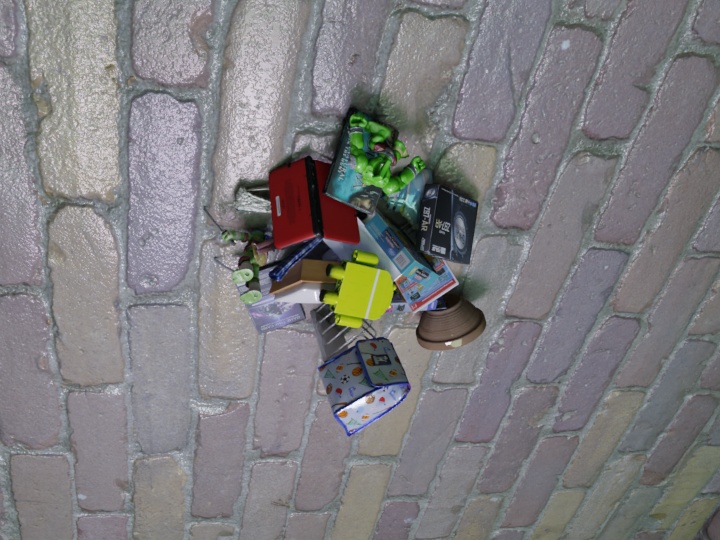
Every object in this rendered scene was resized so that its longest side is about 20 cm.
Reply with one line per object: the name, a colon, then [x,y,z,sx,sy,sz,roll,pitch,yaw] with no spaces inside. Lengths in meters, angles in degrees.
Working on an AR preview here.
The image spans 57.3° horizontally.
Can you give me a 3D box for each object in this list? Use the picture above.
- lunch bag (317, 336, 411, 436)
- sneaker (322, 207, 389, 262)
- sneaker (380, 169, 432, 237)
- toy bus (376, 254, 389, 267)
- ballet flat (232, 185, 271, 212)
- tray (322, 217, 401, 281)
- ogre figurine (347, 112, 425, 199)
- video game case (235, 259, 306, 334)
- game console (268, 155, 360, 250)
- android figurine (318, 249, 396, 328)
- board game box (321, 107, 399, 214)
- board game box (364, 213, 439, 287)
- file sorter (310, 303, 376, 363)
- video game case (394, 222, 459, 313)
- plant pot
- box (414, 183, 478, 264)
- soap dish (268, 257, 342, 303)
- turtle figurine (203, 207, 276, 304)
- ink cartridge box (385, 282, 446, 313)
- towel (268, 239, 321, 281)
lunch bag: [0.012,0.269,1.609,0.197,0.171,0.125,-28,131,2]
sneaker: [-0.023,-0.089,1.653,0.198,0.076,0.081,-36,113,10]
sneaker: [0.114,-0.143,1.619,0.127,0.080,0.206,-5,103,-6]
toy bus: [0.000,0.000,1.690,0.198,0.066,0.078,-37,170,20]
ballet flat: [-0.201,-0.161,1.552,0.195,0.072,0.073,6,125,-18]
tray: [0.009,-0.041,1.615,0.107,0.022,0.200,-40,98,20]
ogre figurine: [0.044,-0.245,1.448,0.200,0.097,0.122,42,64,-39]
video game case: [-0.238,0.074,1.745,0.139,0.019,0.203,-18,129,0]
game console: [-0.109,-0.144,1.515,0.169,0.205,0.118,-17,155,19]
android figurine: [-0.001,0.046,1.568,0.196,0.041,0.187,10,98,-30]
board game box: [0.003,-0.246,1.496,0.133,0.028,0.205,20,87,-28]
board game box: [0.103,-0.045,1.573,0.047,0.152,0.199,-41,158,11]
file sorter: [-0.031,0.173,1.758,0.124,0.202,0.139,-39,126,12]
video game case: [0.143,-0.015,1.688,0.141,0.203,0.017,-33,171,13]
plant pot: [0.239,0.127,1.805,0.196,0.201,0.095,-18,110,0]
box: [0.213,-0.109,1.606,0.198,0.043,0.165,13,85,-51]
soap dish: [-0.121,0.028,1.633,0.154,0.084,0.199,4,167,-30]
turtle figurine: [-0.293,-0.019,1.553,0.195,0.196,0.146,13,125,-19]
ink cartridge box: [0.125,0.057,1.758,0.194,0.121,0.043,-2,130,-13]
towel: [-0.136,-0.046,1.569,0.199,0.145,0.024,-42,100,-10]
